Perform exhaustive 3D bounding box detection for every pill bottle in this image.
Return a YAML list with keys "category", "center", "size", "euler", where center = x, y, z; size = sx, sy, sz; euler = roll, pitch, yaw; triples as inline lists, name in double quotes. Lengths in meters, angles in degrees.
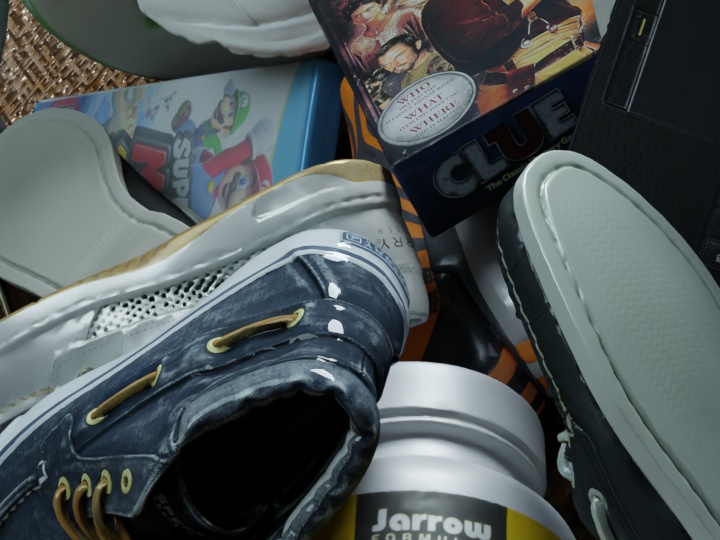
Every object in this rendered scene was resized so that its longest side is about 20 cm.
- category: "pill bottle"
  center: [0.016, 0.133, 0.878]
  size: [0.112, 0.112, 0.201]
  euler: [-27, 42, 32]

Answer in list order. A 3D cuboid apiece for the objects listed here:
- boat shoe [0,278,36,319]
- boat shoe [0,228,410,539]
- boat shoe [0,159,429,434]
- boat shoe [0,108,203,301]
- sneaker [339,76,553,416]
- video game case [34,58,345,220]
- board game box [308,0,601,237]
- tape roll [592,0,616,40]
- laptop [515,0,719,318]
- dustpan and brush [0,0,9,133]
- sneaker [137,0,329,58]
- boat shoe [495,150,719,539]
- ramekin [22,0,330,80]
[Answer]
- category: "boat shoe"
  center: [-0.145, 0.080, 1.121]
  size: [0.076, 0.074, 0.201]
  euler: [-32, 52, 34]
- category: "boat shoe"
  center: [-0.068, 0.070, 0.875]
  size: [0.200, 0.071, 0.091]
  euler: [-41, 16, 24]
- category: "boat shoe"
  center: [-0.067, 0.035, 0.946]
  size: [0.199, 0.071, 0.070]
  euler: [-29, 73, 20]
- category: "boat shoe"
  center: [-0.094, -0.004, 1.105]
  size: [0.074, 0.060, 0.200]
  euler: [-50, 39, -7]
- category: "sneaker"
  center: [0.000, 0.000, 1.025]
  size: [0.112, 0.078, 0.200]
  euler: [-33, 36, 8]
- category: "video game case"
  center: [-0.084, -0.008, 1.157]
  size: [0.199, 0.018, 0.144]
  euler: [-3, 75, 50]
- category: "board game box"
  center: [0.087, -0.104, 0.975]
  size: [0.199, 0.035, 0.136]
  euler: [-30, 33, 2]
- category: "tape roll"
  center: [0.169, -0.102, 0.856]
  size: [0.202, 0.203, 0.037]
  euler: [-37, -6, 22]
- category: "laptop"
  center: [0.152, -0.017, 0.797]
  size: [0.103, 0.199, 0.178]
  euler: [-49, -22, -68]
- category: "dustpan and brush"
  center: [-0.173, -0.045, 1.194]
  size: [0.057, 0.140, 0.201]
  euler: [-1, 96, 13]
- category: "sneaker"
  center: [0.004, -0.142, 1.085]
  size: [0.199, 0.100, 0.078]
  euler: [-8, 20, 11]
- category: "boat shoe"
  center: [0.089, 0.062, 0.806]
  size: [0.075, 0.201, 0.060]
  euler: [-24, -8, -48]
- category: "ramekin"
  center: [-0.063, -0.169, 1.162]
  size: [0.200, 0.200, 0.098]
  euler: [-32, 47, 27]
